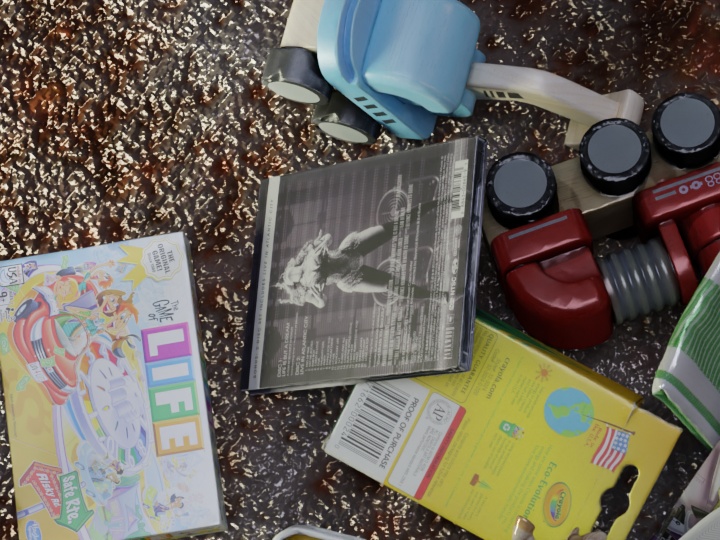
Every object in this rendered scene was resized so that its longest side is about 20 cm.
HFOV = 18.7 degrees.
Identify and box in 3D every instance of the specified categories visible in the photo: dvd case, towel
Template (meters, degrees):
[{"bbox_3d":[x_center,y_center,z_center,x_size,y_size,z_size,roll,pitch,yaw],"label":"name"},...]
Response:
[{"bbox_3d":[0.000,0.000,1.412,0.200,0.016,0.149,-9,71,44],"label":"dvd case"},{"bbox_3d":[0.266,0.024,1.377,0.023,0.153,0.200,23,75,47],"label":"towel"}]

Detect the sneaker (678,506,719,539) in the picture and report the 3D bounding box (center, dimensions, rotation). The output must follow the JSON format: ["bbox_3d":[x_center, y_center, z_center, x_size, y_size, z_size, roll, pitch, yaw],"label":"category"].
[{"bbox_3d":[0.224,0.182,1.325,0.200,0.112,0.073,-25,78,18],"label":"sneaker"}]

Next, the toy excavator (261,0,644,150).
[{"bbox_3d":[0.064,-0.129,1.450,0.200,0.194,0.100,9,75,35],"label":"toy excavator"}]

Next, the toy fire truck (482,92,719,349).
[{"bbox_3d":[0.187,0.016,1.415,0.176,0.129,0.200,-19,65,0],"label":"toy fire truck"}]

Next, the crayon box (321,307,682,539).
[{"bbox_3d":[0.092,0.107,1.406,0.200,0.051,0.127,29,98,11],"label":"crayon box"}]

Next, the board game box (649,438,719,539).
[{"bbox_3d":[0.261,0.146,1.331,0.120,0.200,0.032,34,50,10],"label":"board game box"}]

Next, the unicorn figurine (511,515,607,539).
[{"bbox_3d":[0.066,0.222,1.312,0.199,0.138,0.074,-2,30,-28],"label":"unicorn figurine"}]

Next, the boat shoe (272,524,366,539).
[{"bbox_3d":[0.033,0.210,1.383,0.202,0.086,0.075,26,80,10],"label":"boat shoe"}]

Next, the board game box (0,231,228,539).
[{"bbox_3d":[-0.168,0.083,1.458,0.134,0.034,0.201,-10,75,2],"label":"board game box"}]
